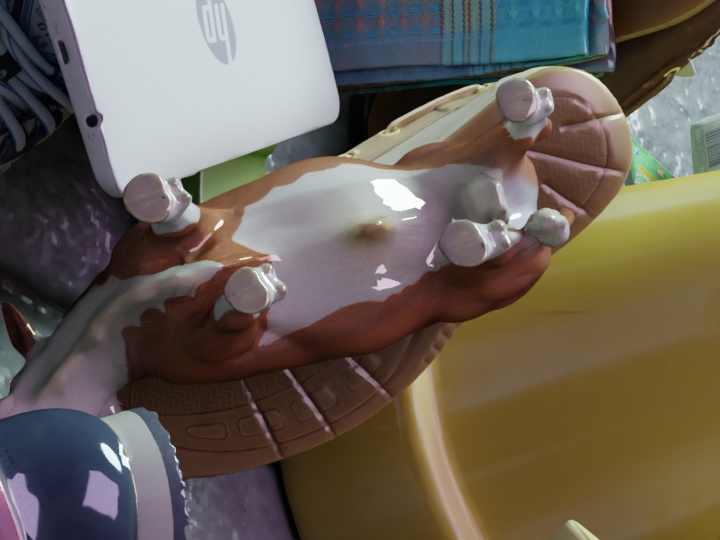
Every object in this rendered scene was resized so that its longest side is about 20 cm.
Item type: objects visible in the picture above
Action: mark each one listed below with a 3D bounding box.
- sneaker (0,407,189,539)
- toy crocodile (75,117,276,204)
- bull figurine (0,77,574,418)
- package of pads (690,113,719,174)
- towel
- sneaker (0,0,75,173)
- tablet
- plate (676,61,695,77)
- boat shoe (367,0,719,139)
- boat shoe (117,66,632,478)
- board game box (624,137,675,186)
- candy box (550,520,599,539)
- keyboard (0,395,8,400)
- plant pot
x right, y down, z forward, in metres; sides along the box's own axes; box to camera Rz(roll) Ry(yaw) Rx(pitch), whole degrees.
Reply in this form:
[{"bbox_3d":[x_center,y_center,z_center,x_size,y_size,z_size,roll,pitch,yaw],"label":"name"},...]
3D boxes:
[{"bbox_3d":[-0.103,0.134,0.791,0.082,0.070,0.200,1,102,-30],"label":"sneaker"},{"bbox_3d":[-0.062,-0.096,1.011,0.067,0.062,0.200,12,62,-49],"label":"toy crocodile"},{"bbox_3d":[-0.024,0.001,0.881,0.200,0.121,0.065,-20,80,-14],"label":"bull figurine"},{"bbox_3d":[0.216,0.024,1.282,0.200,0.068,0.155,27,53,-56],"label":"package of pads"},{"bbox_3d":[0.014,-0.164,1.045,0.022,0.146,0.200,10,76,-75],"label":"towel"},{"bbox_3d":[-0.123,-0.064,0.893,0.077,0.085,0.200,55,37,-16],"label":"sneaker"},{"bbox_3d":[-0.058,-0.098,0.927,0.200,0.014,0.130,-27,100,-68],"label":"tablet"},{"bbox_3d":[0.068,-0.180,1.173,0.200,0.032,0.200,-114,179,-73],"label":"plate"},{"bbox_3d":[0.093,-0.097,1.070,0.070,0.200,0.070,14,48,-53],"label":"boat shoe"},{"bbox_3d":[0.000,0.000,0.974,0.074,0.200,0.069,59,-7,-13],"label":"boat shoe"},{"bbox_3d":[0.098,-0.021,1.215,0.200,0.023,0.105,40,41,-33],"label":"board game box"},{"bbox_3d":[0.042,0.187,0.883,0.115,0.200,0.055,39,5,-34],"label":"candy box"},{"bbox_3d":[-0.115,0.100,0.853,0.200,0.040,0.104,-29,95,-54],"label":"keyboard"},{"bbox_3d":[0.103,0.051,1.038,0.201,0.189,0.201,28,51,-42],"label":"plant pot"}]
